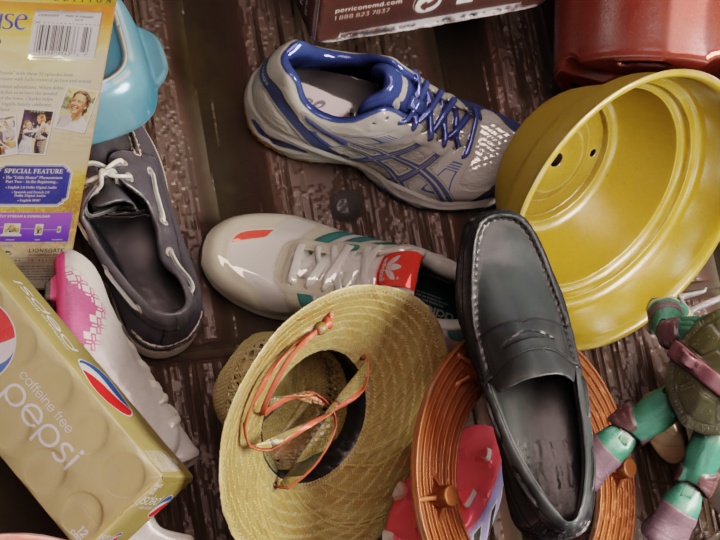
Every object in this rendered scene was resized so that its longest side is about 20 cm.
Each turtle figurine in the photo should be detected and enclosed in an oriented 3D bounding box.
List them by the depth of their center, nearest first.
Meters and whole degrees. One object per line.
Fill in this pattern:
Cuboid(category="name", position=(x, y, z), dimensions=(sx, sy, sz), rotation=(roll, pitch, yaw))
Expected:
Cuboid(category="turtle figurine", position=(0.217, 0.066, 1.443), dimensions=(0.150, 0.101, 0.200), rotation=(43, 97, 27))

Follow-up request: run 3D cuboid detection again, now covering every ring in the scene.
Cuboid(category="ring", position=(0.107, 0.130, 1.472), dimensions=(0.200, 0.019, 0.201), rotation=(11, 73, -42))

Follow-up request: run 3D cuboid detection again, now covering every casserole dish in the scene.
Cuboid(category="casserole dish", position=(-0.220, -0.125, 1.494), dimensions=(0.199, 0.039, 0.121), rotation=(-13, 55, -10))

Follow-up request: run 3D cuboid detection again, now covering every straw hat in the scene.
Cuboid(category="straw hat", position=(-0.041, 0.081, 1.459), dimensions=(0.085, 0.201, 0.201), rotation=(24, 62, 38))

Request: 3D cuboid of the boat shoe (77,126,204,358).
Cuboid(category="boat shoe", position=(-0.148, -0.046, 1.499), dimensions=(0.072, 0.063, 0.201), rotation=(-19, 76, -15))

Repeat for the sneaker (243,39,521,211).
Cuboid(category="sneaker", position=(0.026, -0.094, 1.542), dimensions=(0.199, 0.088, 0.076), rotation=(12, 68, -10))

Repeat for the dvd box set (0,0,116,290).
Cuboid(category="dvd box set", position=(-0.230, -0.081, 1.424), dimensions=(0.146, 0.201, 0.029), rotation=(-1, 29, -27))

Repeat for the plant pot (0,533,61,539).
Cuboid(category="plant pot", position=(-0.183, 0.240, 1.304), dimensions=(0.200, 0.195, 0.202), rotation=(0, 86, -4))

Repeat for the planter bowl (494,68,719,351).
Cuboid(category="planter bowl", position=(0.148, -0.055, 1.536), dimensions=(0.200, 0.201, 0.083), rotation=(-31, 46, -20))

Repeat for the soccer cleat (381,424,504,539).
Cuboid(category="soccer cleat", position=(0.047, 0.191, 1.472), dimensions=(0.066, 0.077, 0.201), rotation=(3, 58, 35))

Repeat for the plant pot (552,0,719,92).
Cuboid(category="plant pot", position=(0.209, -0.210, 1.575), dimensions=(0.200, 0.201, 0.196), rotation=(9, 78, -10))

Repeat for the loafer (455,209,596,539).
Cuboid(category="loafer", position=(0.102, 0.059, 1.408), dimensions=(0.068, 0.070, 0.202), rotation=(-10, 81, -11))

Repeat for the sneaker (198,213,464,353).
Cuboid(category="sneaker", position=(0.000, 0.000, 1.502), dimensions=(0.199, 0.093, 0.071), rotation=(18, 69, -7))

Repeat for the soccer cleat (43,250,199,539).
Cuboid(category="soccer cleat", position=(-0.144, 0.085, 1.455), dimensions=(0.086, 0.070, 0.201), rotation=(-6, 81, -6))

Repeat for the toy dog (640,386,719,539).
Cuboid(category="toy dog", position=(0.250, 0.142, 1.517), dimensions=(0.096, 0.131, 0.201), rotation=(19, 69, -48))

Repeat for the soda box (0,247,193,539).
Cuboid(category="soda box", position=(-0.190, 0.068, 1.392), dimensions=(0.068, 0.064, 0.200), rotation=(-43, 77, 6))

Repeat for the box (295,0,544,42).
Cuboid(category="box", position=(0.023, -0.280, 1.528), dimensions=(0.165, 0.165, 0.200), rotation=(-11, 52, -15))
